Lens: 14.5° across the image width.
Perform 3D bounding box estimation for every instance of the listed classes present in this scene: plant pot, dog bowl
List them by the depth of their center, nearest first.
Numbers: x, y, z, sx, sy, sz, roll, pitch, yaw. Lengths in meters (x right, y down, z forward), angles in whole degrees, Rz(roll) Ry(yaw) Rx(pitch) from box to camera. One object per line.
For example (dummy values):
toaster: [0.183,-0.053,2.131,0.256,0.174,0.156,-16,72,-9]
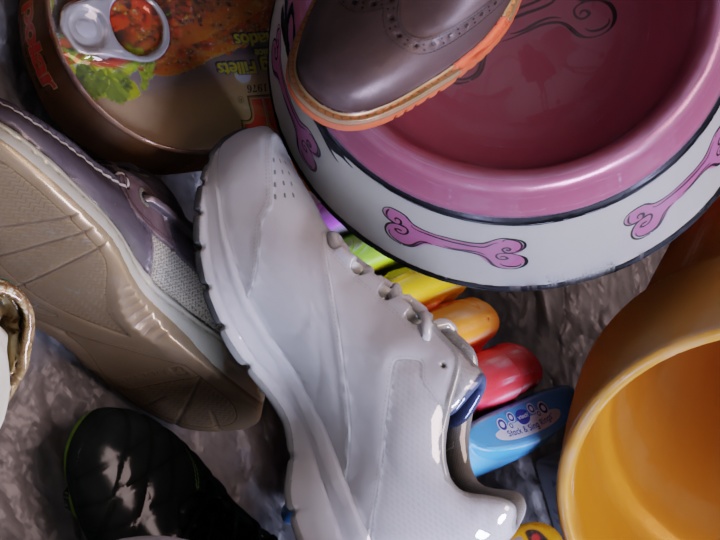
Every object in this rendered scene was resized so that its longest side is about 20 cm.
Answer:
dog bowl: [0.060,-0.098,1.100,0.074,0.199,0.201,79,18,-72]
plant pot: [0.192,0.043,1.213,0.200,0.200,0.183,56,28,-28]

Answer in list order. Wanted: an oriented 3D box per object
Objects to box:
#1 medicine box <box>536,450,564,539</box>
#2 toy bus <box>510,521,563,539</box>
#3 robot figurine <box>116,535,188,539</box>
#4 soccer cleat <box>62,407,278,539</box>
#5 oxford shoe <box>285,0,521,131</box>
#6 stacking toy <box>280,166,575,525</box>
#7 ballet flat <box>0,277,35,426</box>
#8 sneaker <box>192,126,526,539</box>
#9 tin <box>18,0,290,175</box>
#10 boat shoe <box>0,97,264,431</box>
medicine box: [0.207,0.157,1.361,0.182,0.103,0.201,-20,101,-18]
toy bus: [0.057,0.160,1.183,0.065,0.078,0.200,61,-8,20]
robot figurine: [-0.055,0.190,1.057,0.150,0.125,0.200,-51,122,-25]
soccer cleat: [-0.044,0.126,1.136,0.200,0.081,0.068,54,47,-30]
oxford shoe: [0.041,-0.138,1.037,0.200,0.071,0.073,-51,165,-12]
stacking toy: [0.000,0.000,1.213,0.116,0.110,0.201,-17,83,-52]
ballet flat: [-0.169,0.079,1.003,0.070,0.065,0.200,42,54,-39]
sneaker: [0.000,0.032,1.086,0.200,0.087,0.074,66,18,10]
tin: [-0.047,-0.097,1.160,0.200,0.042,0.112,-7,71,-37]
boat shoe: [-0.099,-0.010,1.103,0.200,0.072,0.065,45,45,-39]
